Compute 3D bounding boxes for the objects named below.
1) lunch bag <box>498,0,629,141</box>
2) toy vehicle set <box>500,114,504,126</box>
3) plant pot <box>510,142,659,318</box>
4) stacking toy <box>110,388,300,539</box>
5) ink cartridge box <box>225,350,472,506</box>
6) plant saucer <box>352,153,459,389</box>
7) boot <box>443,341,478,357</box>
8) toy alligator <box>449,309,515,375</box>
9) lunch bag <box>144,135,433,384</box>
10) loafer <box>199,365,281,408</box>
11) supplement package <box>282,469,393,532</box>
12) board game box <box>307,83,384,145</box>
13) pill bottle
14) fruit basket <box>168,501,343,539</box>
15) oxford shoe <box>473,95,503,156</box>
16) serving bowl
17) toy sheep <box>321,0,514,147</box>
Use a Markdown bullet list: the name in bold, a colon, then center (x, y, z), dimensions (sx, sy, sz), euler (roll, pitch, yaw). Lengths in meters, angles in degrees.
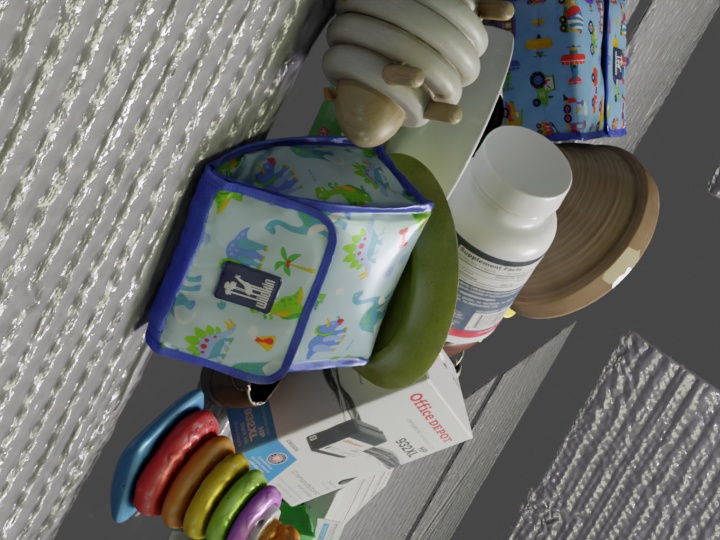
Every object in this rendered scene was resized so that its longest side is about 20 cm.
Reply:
- **lunch bag**: center (0.229, -0.212, 1.711), dimensions (0.199, 0.093, 0.153), euler (-12, 100, -57)
- **toy vehicle set**: center (0.189, -0.209, 1.782), dimensions (0.124, 0.026, 0.202), euler (65, 40, -72)
- **plant pot**: center (0.193, -0.060, 1.655), dimensions (0.093, 0.200, 0.202), euler (43, 77, -35)
- **stacking toy**: center (-0.112, 0.208, 1.447), dimensions (0.110, 0.199, 0.117), euler (-40, 157, -47)
- **ink cartridge box**: center (-0.011, 0.133, 1.564), dimensions (0.198, 0.084, 0.145), euler (-22, 146, 10)
- **plant saucer**: center (0.014, 0.000, 1.401), dimensions (0.031, 0.201, 0.201), euler (1, 129, -32)
- **boot**: center (0.036, 0.123, 1.697), dimensions (0.187, 0.069, 0.201), euler (-20, 143, -29)
- **toy alligator**: center (0.131, 0.029, 1.759), dimensions (0.054, 0.059, 0.201), euler (42, 79, -34)
- **lunch bag**: center (-0.063, -0.010, 1.308), dimensions (0.198, 0.128, 0.171), euler (-1, 126, -37)
- **loafer**: center (-0.060, 0.052, 1.504), dimensions (0.201, 0.071, 0.073), euler (-53, 134, -14)
- **supplement package**: center (-0.042, 0.215, 1.864), dimensions (0.200, 0.116, 0.118), euler (-36, 155, -55)
- **board game box**: center (-0.010, -0.117, 1.442), dimensions (0.201, 0.029, 0.134), euler (-63, 164, 22)
- **pill bottle**: center (0.117, -0.036, 1.553), dimensions (0.120, 0.119, 0.201), euler (-42, 166, -45)
- **fruit basket**: center (-0.133, 0.332, 1.753), dimensions (0.094, 0.183, 0.202), euler (-109, -144, -55)
- **oxford shoe**: center (0.091, -0.112, 1.719), dimensions (0.085, 0.072, 0.202), euler (71, 41, -69)
- **serving bowl**: center (0.068, -0.141, 1.516), dimensions (0.200, 0.065, 0.202), euler (-156, -90, -82)
- **toy sheep**: center (0.041, -0.184, 1.267), dimensions (0.201, 0.137, 0.138), euler (-59, 167, -12)
